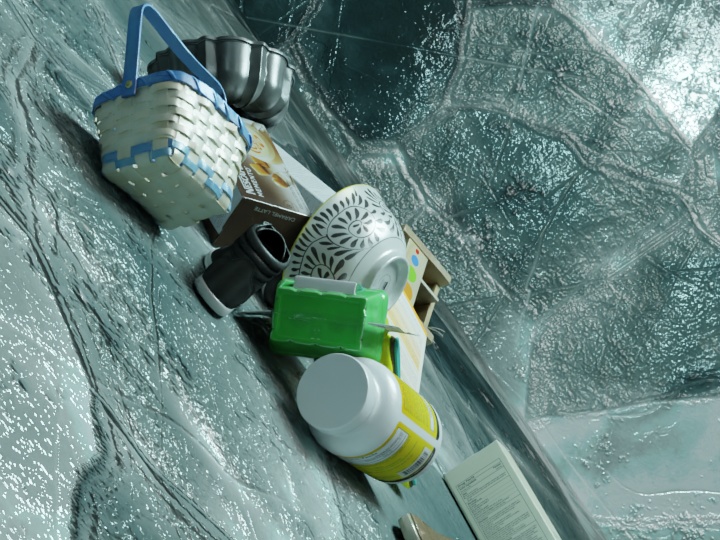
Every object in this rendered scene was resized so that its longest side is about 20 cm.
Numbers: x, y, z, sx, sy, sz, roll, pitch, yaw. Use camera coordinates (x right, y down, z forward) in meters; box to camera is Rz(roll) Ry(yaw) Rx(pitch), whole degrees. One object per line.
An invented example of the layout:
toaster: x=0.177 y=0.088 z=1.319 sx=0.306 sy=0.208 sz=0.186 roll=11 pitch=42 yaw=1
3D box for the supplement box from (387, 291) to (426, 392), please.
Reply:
supplement box: x=0.026 y=0.101 z=1.779 sx=0.126 sy=0.073 sz=0.200 roll=62 pitch=19 yaw=-22

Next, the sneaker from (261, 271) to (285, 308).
sneaker: x=-0.105 y=-0.005 z=1.732 sx=0.108 sy=0.067 sz=0.201 roll=27 pitch=21 yaw=20

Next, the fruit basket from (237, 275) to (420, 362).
fruit basket: x=-0.031 y=0.055 z=1.547 sx=0.200 sy=0.185 sz=0.094 roll=-3 pitch=100 yaw=-79

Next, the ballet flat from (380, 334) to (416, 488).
ballet flat: x=0.027 y=0.178 z=1.654 sx=0.067 sy=0.067 sz=0.201 roll=-65 pitch=148 yaw=-81

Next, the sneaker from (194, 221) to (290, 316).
sneaker: x=-0.122 y=-0.010 z=1.473 sx=0.071 sy=0.099 sz=0.200 roll=52 pitch=6 yaw=-7

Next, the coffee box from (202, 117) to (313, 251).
coffee box: x=-0.153 y=-0.112 z=1.668 sx=0.114 sy=0.080 sz=0.200 roll=15 pitch=33 yaw=-37

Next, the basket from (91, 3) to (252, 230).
basket: x=-0.201 y=-0.161 z=1.403 sx=0.176 sy=0.139 sz=0.200 roll=47 pitch=41 yaw=-48

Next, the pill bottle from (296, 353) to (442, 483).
pill bottle: x=0.008 y=0.163 z=1.474 sx=0.113 sy=0.112 sz=0.200 roll=59 pitch=8 yaw=31

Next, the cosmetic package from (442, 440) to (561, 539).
cosmetic package: x=0.217 y=0.364 z=1.949 sx=0.071 sy=0.105 sz=0.200 roll=47 pitch=12 yaw=-53

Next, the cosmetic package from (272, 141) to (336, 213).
cosmetic package: x=-0.103 y=-0.110 z=1.888 sx=0.200 sy=0.071 sz=0.101 roll=40 pitch=14 yaw=18

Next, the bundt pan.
bundt pan: x=-0.185 y=-0.230 z=1.758 sx=0.202 sy=0.201 sz=0.076 roll=42 pitch=41 yaw=-61

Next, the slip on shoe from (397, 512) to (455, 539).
slip on shoe: x=0.115 y=0.343 z=1.554 sx=0.200 sy=0.061 sz=0.076 roll=51 pitch=8 yaw=-29

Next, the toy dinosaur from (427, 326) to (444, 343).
toy dinosaur: x=0.034 y=0.115 z=2.153 sx=0.200 sy=0.105 sz=0.181 roll=19 pitch=14 yaw=14

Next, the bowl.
bowl: x=0.000 y=0.000 z=1.673 sx=0.094 sy=0.201 sz=0.201 roll=29 pitch=-6 yaw=28

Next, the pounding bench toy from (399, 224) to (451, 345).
pounding bench toy: x=0.010 y=0.052 z=1.999 sx=0.124 sy=0.200 sz=0.156 roll=48 pitch=41 yaw=-27
